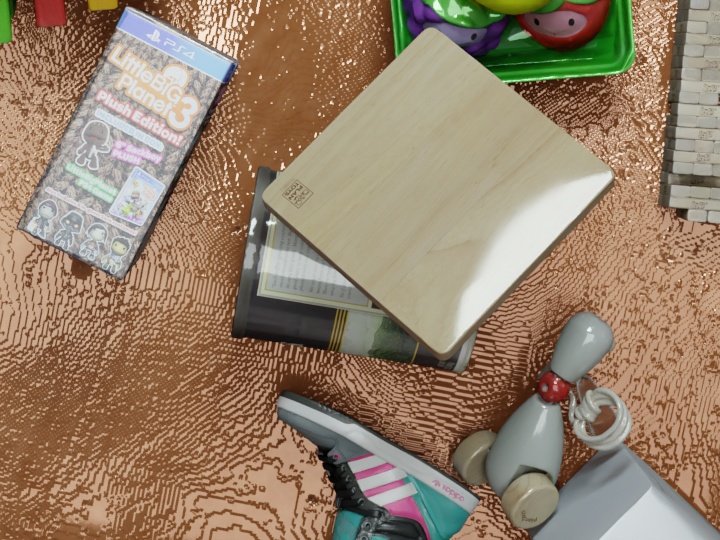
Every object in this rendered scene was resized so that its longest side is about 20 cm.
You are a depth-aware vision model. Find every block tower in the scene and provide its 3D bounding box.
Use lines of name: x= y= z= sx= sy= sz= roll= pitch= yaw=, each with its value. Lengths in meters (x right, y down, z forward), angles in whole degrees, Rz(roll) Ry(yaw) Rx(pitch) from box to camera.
block tower: x=0.296 y=-0.143 z=1.699 sx=0.054 sy=0.058 sz=0.200 roll=4 pitch=95 yaw=-3

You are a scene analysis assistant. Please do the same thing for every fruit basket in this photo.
fruit basket: x=0.124 y=-0.231 z=1.612 sx=0.215 sy=0.216 sz=0.156 roll=-5 pitch=97 yaw=-1

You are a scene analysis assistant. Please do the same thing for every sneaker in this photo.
sneaker: x=-0.008 y=0.198 z=1.718 sx=0.200 sy=0.084 sz=0.121 roll=32 pitch=85 yaw=-6

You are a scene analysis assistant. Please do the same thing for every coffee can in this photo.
coffee can: x=0.000 y=0.000 z=1.660 sx=0.200 sy=0.146 sz=0.147 roll=9 pitch=96 yaw=-3

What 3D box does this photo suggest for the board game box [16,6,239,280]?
board game box: x=-0.189 y=-0.108 z=1.635 sx=0.097 sy=0.159 sz=0.200 roll=27 pitch=94 yaw=-5

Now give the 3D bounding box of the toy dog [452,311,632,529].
toy dog: x=0.173 y=0.135 z=1.704 sx=0.200 sy=0.096 sz=0.132 roll=-43 pitch=55 yaw=31

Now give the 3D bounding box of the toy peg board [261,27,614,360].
toy peg board: x=0.064 y=-0.049 z=1.566 sx=0.199 sy=0.098 sz=0.200 roll=41 pitch=78 yaw=19

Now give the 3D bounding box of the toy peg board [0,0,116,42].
toy peg board: x=-0.237 y=-0.270 z=1.608 sx=0.199 sy=0.200 sz=0.098 roll=-5 pitch=126 yaw=-8

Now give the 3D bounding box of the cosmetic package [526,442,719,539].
cosmetic package: x=0.259 y=0.265 z=1.672 sx=0.200 sy=0.199 sz=0.123 roll=42 pitch=94 yaw=-6
